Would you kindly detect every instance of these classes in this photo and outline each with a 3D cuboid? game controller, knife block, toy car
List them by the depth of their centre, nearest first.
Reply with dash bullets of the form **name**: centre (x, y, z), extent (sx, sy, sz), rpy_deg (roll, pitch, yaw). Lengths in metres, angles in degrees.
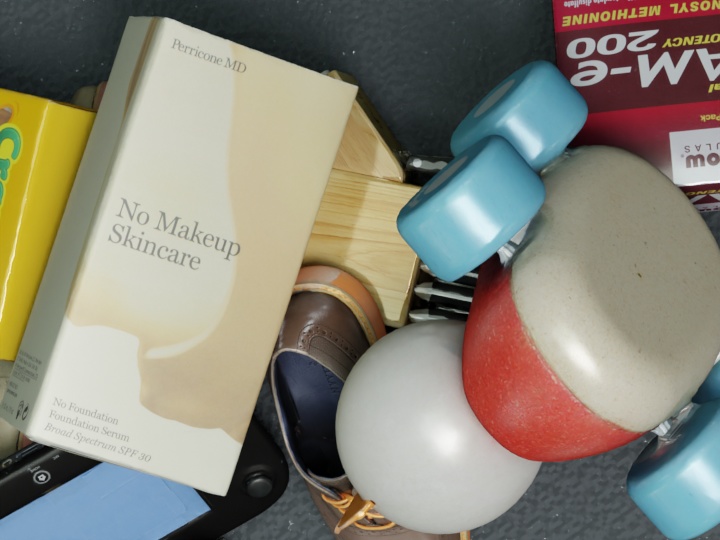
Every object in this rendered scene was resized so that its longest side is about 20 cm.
- **toy car**: centre (0.059, 0.047, 1.310), extent (0.200, 0.177, 0.184), rpy_deg (-37, 100, 29)
- **knife block**: centre (0.000, 0.000, 1.436), extent (0.200, 0.064, 0.176), rpy_deg (-34, 85, 7)
- **game controller**: centre (-0.136, 0.120, 1.448), extent (0.200, 0.104, 0.042), rpy_deg (-30, 49, 8)

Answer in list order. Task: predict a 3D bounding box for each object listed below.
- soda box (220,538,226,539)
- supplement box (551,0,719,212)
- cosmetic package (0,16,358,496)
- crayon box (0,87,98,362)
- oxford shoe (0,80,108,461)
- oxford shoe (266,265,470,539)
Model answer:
- **soda box**: centre (-0.011, 0.216, 1.442), extent (0.200, 0.063, 0.068), rpy_deg (35, 95, 6)
- **supplement box**: centre (0.145, -0.129, 1.396), extent (0.108, 0.061, 0.201), rpy_deg (-6, 79, 9)
- **cosmetic package**: centre (-0.084, -0.008, 1.357), extent (0.105, 0.071, 0.201), rpy_deg (17, 90, -19)
- **crayon box**: centre (-0.196, -0.029, 1.428), extent (0.200, 0.052, 0.126), rpy_deg (13, 91, 35)
- **oxford shoe**: centre (-0.162, -0.001, 1.459), extent (0.075, 0.070, 0.201), rpy_deg (14, 92, 12)
- **oxford shoe**: centre (-0.003, 0.100, 1.408), extent (0.071, 0.073, 0.200), rpy_deg (-15, 115, 21)
